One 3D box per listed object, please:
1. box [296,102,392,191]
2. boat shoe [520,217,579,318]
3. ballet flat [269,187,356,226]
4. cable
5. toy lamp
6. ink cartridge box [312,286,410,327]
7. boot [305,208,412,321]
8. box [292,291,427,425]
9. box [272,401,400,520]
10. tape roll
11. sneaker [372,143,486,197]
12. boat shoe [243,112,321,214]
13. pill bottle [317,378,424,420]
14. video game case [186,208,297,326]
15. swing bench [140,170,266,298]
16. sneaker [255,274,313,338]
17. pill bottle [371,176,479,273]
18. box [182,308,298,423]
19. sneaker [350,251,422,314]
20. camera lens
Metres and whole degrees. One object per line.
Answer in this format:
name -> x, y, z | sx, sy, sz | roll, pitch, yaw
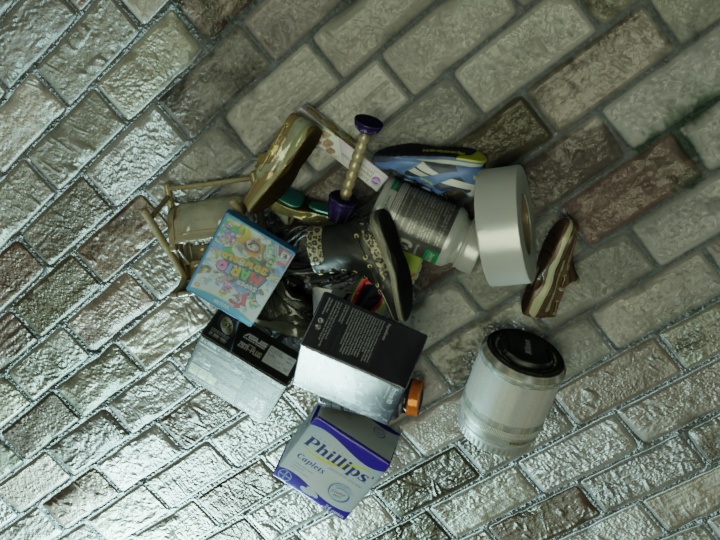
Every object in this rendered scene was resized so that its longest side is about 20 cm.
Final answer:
box -> -0.033, -0.221, 1.626 | 0.200, 0.041, 0.039 | 38, 120, -4
boat shoe -> 0.352, -0.001, 1.613 | 0.075, 0.075, 0.203 | 14, 125, -6
ballet flat -> -0.107, -0.106, 1.688 | 0.200, 0.071, 0.071 | 20, 119, 3
cable -> -0.067, -0.035, 1.690 | 0.200, 0.051, 0.163 | -12, 137, 35
toy lamp -> -0.014, -0.171, 1.589 | 0.058, 0.058, 0.200 | 20, 121, 6
ink cartridge box -> -0.007, 0.107, 1.763 | 0.200, 0.068, 0.116 | 8, 117, 13
boot -> 0.000, -0.001, 1.588 | 0.153, 0.073, 0.204 | -8, 111, 24
box -> -0.006, 0.162, 1.639 | 0.200, 0.118, 0.197 | 22, 151, 3
box -> -0.051, 0.382, 1.890 | 0.184, 0.105, 0.200 | 33, 119, -2
tape roll -> 0.245, -0.073, 1.527 | 0.071, 0.202, 0.203 | -6, 114, 18
sneaker -> 0.117, -0.173, 1.589 | 0.200, 0.074, 0.082 | 9, 120, 13
boat shoe -> -0.148, -0.189, 1.613 | 0.066, 0.074, 0.200 | 45, 108, 16
pill bottle -> 0.023, 0.235, 1.796 | 0.200, 0.106, 0.106 | 9, 118, 11
video game case -> -0.219, -0.001, 1.661 | 0.143, 0.018, 0.200 | 30, 124, -5
swing bench -> -0.277, -0.063, 1.727 | 0.199, 0.130, 0.200 | -5, 119, 17
sneaker -> -0.176, 0.054, 1.788 | 0.199, 0.076, 0.114 | 15, 97, 27
pill bottle -> 0.121, -0.077, 1.610 | 0.200, 0.113, 0.113 | 24, 120, 4
box -> -0.237, 0.192, 1.837 | 0.200, 0.086, 0.164 | 31, 137, 0
sneaker -> 0.046, 0.018, 1.660 | 0.078, 0.090, 0.200 | 33, 90, 15
camera lens -> 0.277, 0.220, 1.684 | 0.160, 0.160, 0.200 | 19, 119, 6
